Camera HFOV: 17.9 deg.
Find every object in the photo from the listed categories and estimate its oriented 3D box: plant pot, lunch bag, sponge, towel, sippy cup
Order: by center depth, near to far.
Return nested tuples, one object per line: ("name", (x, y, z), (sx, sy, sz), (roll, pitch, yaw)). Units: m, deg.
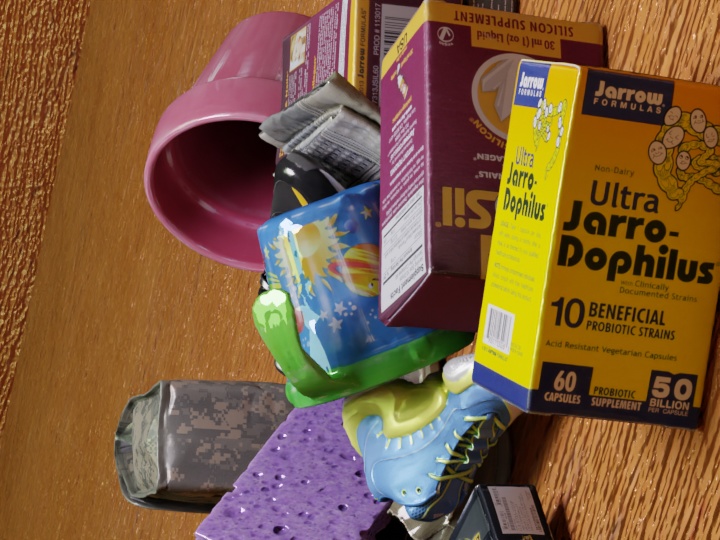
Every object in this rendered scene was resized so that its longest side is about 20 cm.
("sippy cup", (-0.006, 0.012, 1.581), (0.178, 0.140, 0.130), (-132, 21, -87))
("towel", (0.019, -0.057, 1.664), (0.035, 0.200, 0.193), (-54, 9, -16))
("sponge", (-0.023, 0.154, 1.683), (0.200, 0.112, 0.030), (-50, -30, -36))
("plant pot", (-0.080, -0.128, 2.052), (0.200, 0.200, 0.179), (116, 170, -49))
("lunch bag", (-0.133, 0.167, 2.123), (0.200, 0.164, 0.118), (152, 121, -71))

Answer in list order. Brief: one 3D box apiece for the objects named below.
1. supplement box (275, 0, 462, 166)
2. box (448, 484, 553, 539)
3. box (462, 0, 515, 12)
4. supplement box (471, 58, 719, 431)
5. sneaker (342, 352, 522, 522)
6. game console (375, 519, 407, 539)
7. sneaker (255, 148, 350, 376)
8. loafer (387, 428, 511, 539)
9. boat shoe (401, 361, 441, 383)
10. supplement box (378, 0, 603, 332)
("supplement box", (0.004, -0.143, 1.756), (0.200, 0.086, 0.110), (159, 114, -70))
("box", (0.086, 0.263, 1.515), (0.200, 0.046, 0.159), (113, 151, -43))
("box", (0.068, -0.170, 1.780), (0.193, 0.047, 0.200), (149, 126, -72))
("supplement box", (0.144, -0.017, 1.338), (0.110, 0.109, 0.200), (-155, 72, -74))
("sneaker", (0.072, 0.114, 1.557), (0.200, 0.076, 0.105), (-18, 78, 47))
("game console", (0.002, 0.287, 1.711), (0.116, 0.176, 0.200), (-39, 39, 27))
("sneaker", (-0.042, 0.003, 1.691), (0.070, 0.090, 0.200), (33, 152, 32))
("loafer", (0.059, 0.170, 1.629), (0.075, 0.070, 0.200), (-159, 75, -73))
("boat shoe", (0.006, 0.126, 1.836), (0.200, 0.066, 0.074), (113, 157, -44))
("supplement box", (0.087, -0.065, 1.519), (0.103, 0.131, 0.200), (131, 142, -63))
